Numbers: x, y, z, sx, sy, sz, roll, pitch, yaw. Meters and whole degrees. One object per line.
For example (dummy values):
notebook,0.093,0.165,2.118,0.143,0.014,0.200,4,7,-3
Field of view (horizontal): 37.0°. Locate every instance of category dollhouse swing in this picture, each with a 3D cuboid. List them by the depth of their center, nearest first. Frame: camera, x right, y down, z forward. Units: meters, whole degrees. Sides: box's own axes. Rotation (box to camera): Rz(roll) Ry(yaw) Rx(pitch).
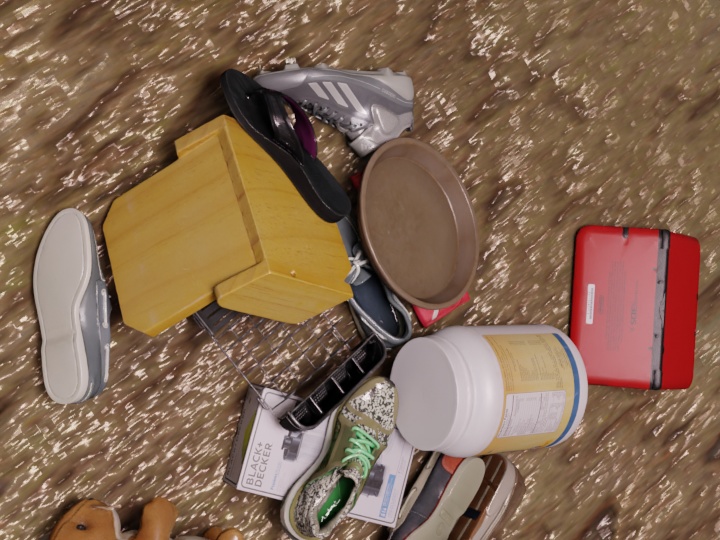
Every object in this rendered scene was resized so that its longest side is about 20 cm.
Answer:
dollhouse swing,-0.143,-0.024,1.149,0.181,0.175,0.202,17,43,-48

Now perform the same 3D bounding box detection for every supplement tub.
supplement tub,0.146,0.136,1.232,0.198,0.144,0.147,1,89,-35

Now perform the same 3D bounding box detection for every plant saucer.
plant saucer,0.064,-0.053,1.244,0.198,0.029,0.203,16,67,-42

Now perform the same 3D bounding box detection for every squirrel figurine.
squirrel figurine,-0.238,0.330,1.105,0.184,0.141,0.203,17,81,-14

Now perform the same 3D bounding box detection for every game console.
game console,0.359,0.050,1.405,0.169,0.119,0.204,4,87,10

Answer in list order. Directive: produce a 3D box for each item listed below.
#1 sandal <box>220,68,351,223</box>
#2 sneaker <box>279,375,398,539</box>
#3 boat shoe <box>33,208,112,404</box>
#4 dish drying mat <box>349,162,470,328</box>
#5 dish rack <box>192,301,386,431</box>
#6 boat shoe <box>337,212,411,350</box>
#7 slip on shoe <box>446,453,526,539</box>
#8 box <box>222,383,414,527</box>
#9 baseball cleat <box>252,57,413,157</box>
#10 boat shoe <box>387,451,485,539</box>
sandal,-0.071,-0.144,1.157,0.048,0.075,0.201,-36,98,28
sneaker,-0.007,0.208,1.155,0.076,0.088,0.202,33,77,-18
boat shoe,-0.297,0.038,1.134,0.062,0.072,0.204,11,75,-64
dish drying mat,0.062,-0.038,1.287,0.076,0.018,0.202,-29,100,-19
dish rack,-0.083,0.064,1.174,0.201,0.054,0.153,51,51,-1
boat shoe,0.000,0.000,1.231,0.072,0.062,0.202,-32,101,-19
slip on shoe,0.129,0.316,1.287,0.061,0.076,0.201,46,69,-32
box,-0.044,0.211,1.220,0.198,0.060,0.118,20,82,-20
baseball cleat,-0.025,-0.183,1.227,0.197,0.070,0.108,-4,90,-21
boat shoe,0.068,0.290,1.254,0.201,0.062,0.071,-53,136,-19
